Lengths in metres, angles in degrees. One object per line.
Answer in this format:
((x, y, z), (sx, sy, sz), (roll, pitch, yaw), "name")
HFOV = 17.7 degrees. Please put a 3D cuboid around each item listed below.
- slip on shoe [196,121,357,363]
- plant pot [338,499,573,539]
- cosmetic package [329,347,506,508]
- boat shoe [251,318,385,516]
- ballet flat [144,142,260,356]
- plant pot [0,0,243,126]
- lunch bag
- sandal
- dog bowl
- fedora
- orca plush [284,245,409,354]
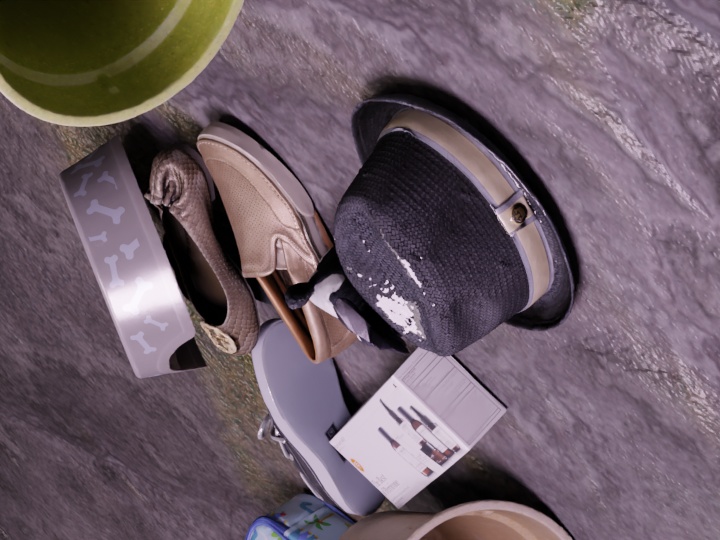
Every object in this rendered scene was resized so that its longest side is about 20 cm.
((-0.065, -0.019, 1.727), (0.076, 0.061, 0.200), (6, 135, 56), "slip on shoe")
((0.060, 0.269, 1.845), (0.201, 0.200, 0.183), (53, 164, -18), "plant pot")
((0.040, 0.122, 1.794), (0.083, 0.051, 0.200), (45, 157, 3), "cosmetic package")
((-0.046, 0.119, 1.904), (0.068, 0.074, 0.200), (6, 140, 45), "boat shoe")
((-0.126, -0.008, 1.783), (0.067, 0.046, 0.201), (18, 138, 34), "ballet flat")
((-0.202, -0.221, 1.500), (0.184, 0.200, 0.201), (38, 158, 45), "plant pot")
((-0.022, 0.316, 2.111), (0.200, 0.082, 0.161), (34, 130, 27), "lunch bag")
((-0.111, 0.001, 1.852), (0.200, 0.048, 0.076), (10, 138, 54), "sandal")
((-0.184, -0.005, 1.842), (0.200, 0.058, 0.201), (158, 90, -84), "dog bowl")
((0.045, -0.015, 1.509), (0.200, 0.092, 0.201), (37, 155, 20), "fedora")
((0.000, 0.000, 1.612), (0.105, 0.072, 0.200), (9, -170, 5), "orca plush")
